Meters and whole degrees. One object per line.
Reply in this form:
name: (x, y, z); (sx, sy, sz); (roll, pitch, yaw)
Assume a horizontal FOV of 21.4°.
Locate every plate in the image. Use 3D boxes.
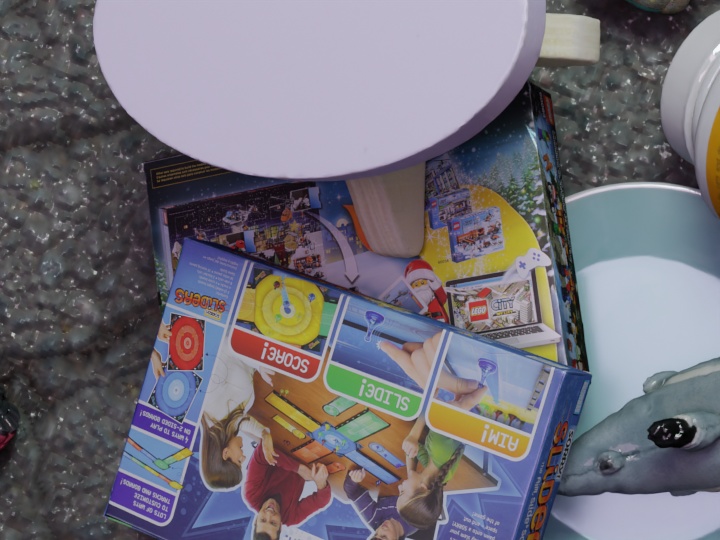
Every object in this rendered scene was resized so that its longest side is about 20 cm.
plate: (0.130, 0.061, 0.882); (0.198, 0.026, 0.202); (-1, 86, 13)

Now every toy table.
toy table: (0.000, -0.098, 0.808); (0.198, 0.117, 0.186); (15, 97, 27)

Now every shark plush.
shark plush: (0.140, 0.060, 0.824); (0.198, 0.083, 0.092); (-6, 85, 12)

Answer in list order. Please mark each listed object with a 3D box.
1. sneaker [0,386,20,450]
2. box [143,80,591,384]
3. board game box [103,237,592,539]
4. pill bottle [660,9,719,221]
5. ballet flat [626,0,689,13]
sneaker: (-0.266, 0.042, 0.943); (0.200, 0.081, 0.075); (40, 97, 12)
box: (0.000, 0.000, 0.891); (0.198, 0.038, 0.138); (-10, 81, 21)
board game box: (-0.010, 0.078, 0.839); (0.199, 0.034, 0.137); (19, 94, 28)
pill bottle: (0.214, -0.042, 0.791); (0.110, 0.109, 0.200); (-54, 41, 4)
ballet flat: (0.181, -0.204, 0.875); (0.070, 0.071, 0.201); (37, 94, 12)
